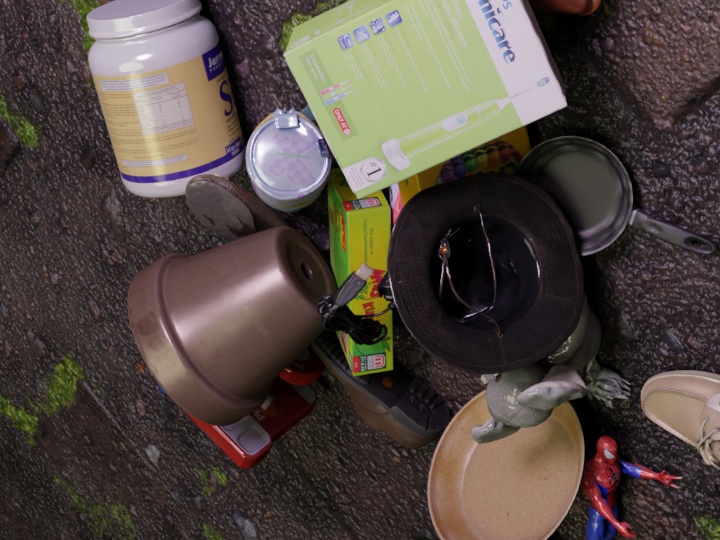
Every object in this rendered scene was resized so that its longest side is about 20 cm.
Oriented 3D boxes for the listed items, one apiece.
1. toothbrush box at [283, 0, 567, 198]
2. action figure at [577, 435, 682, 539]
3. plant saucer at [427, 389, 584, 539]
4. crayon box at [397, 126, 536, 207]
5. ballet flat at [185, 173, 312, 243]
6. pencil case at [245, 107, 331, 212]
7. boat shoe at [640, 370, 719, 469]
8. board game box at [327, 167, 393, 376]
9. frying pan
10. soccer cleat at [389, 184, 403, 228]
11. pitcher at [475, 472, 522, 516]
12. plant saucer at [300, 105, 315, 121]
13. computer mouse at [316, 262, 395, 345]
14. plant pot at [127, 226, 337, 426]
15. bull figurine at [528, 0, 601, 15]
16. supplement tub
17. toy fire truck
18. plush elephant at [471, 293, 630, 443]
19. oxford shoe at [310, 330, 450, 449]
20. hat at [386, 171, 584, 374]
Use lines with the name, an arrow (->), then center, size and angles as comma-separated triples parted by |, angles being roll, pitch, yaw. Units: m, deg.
toothbrush box -> 0.056, -0.174, 1.186 | 0.199, 0.086, 0.146 | -23, 111, 15
action figure -> 0.272, 0.262, 1.439 | 0.099, 0.065, 0.201 | 21, 129, 39
plant saucer -> 0.159, 0.214, 1.454 | 0.199, 0.201, 0.035 | -6, 151, 44
crayon box -> 0.090, -0.131, 1.304 | 0.051, 0.126, 0.201 | 30, 139, 61
ballet flat -> -0.117, -0.056, 1.535 | 0.067, 0.047, 0.200 | -19, 140, 35
pencil case -> -0.076, -0.110, 1.428 | 0.200, 0.083, 0.091 | 141, 111, -86
boat shoe -> 0.347, 0.152, 1.300 | 0.199, 0.065, 0.073 | 20, 128, 31
board game box -> 0.000, 0.000, 1.489 | 0.102, 0.047, 0.201 | -115, 20, -57
frying pan -> 0.233, -0.071, 1.286 | 0.189, 0.031, 0.116 | -1, 106, 19
soccer cleat -> 0.050, -0.111, 1.413 | 0.077, 0.066, 0.201 | -119, 15, -53
pitcher -> 0.135, 0.303, 1.563 | 0.172, 0.121, 0.201 | 43, 129, 42
plant saucer -> 0.008, -0.207, 1.374 | 0.019, 0.070, 0.200 | 49, 138, -5
computer mouse -> 0.040, -0.007, 1.389 | 0.200, 0.140, 0.046 | -42, 63, 16
plant pot -> -0.124, 0.041, 1.496 | 0.174, 0.200, 0.201 | -32, 93, 23
bull figurine -> 0.121, -0.278, 1.224 | 0.199, 0.065, 0.122 | 13, 134, 29
supplement tub -> -0.214, -0.196, 1.522 | 0.145, 0.145, 0.201 | 8, 120, 38
toy fire truck -> -0.150, 0.122, 1.647 | 0.200, 0.168, 0.112 | 43, 136, 12
plush elephant -> 0.158, 0.086, 1.360 | 0.200, 0.155, 0.165 | 49, 137, 7
oxford shoe -> 0.004, 0.132, 1.589 | 0.200, 0.073, 0.085 | 45, 138, 10
hat -> 0.105, 0.009, 1.282 | 0.201, 0.200, 0.081 | 55, 155, -1
